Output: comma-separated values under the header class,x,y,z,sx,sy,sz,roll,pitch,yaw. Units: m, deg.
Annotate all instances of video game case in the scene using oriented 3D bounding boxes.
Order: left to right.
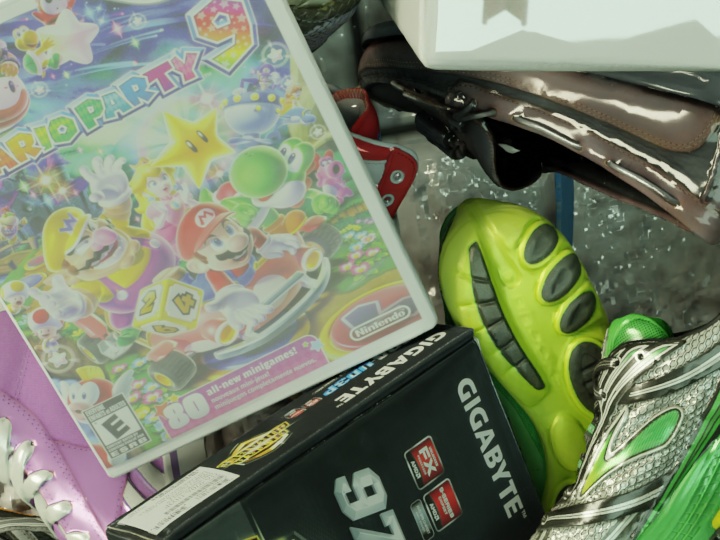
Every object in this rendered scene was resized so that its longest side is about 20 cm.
class,x,y,z,sx,sy,sz,roll,pitch,yaw
video game case,-0.072,-0.028,0.847,0.143,0.018,0.200,-25,122,2

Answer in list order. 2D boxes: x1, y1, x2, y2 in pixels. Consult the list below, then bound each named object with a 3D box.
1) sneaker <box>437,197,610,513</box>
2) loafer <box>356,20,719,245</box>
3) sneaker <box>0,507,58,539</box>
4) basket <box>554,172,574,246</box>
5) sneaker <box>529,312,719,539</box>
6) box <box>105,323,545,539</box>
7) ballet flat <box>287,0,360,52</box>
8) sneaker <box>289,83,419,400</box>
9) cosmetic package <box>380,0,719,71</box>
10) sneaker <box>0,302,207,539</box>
class,x,y,z,sx,sy,sz,roll,pitch,yaw
sneaker,0.085,0.055,0.956,0.074,0.084,0.200,-21,110,-1
loafer,0.069,-0.055,0.893,0.072,0.200,0.063,22,83,-47
sneaker,-0.125,0.138,0.983,0.200,0.077,0.078,0,104,-7
basket,0.172,-0.016,0.943,0.200,0.139,0.177,9,119,25
sneaker,0.110,0.066,0.871,0.085,0.078,0.200,45,98,7
box,0.009,0.144,0.899,0.159,0.046,0.200,-32,111,-28
ballet flat,-0.070,-0.141,0.828,0.200,0.072,0.072,30,102,-39
sneaker,0.000,0.000,0.943,0.113,0.071,0.200,-49,128,2
cosmetic package,0.093,-0.170,0.855,0.165,0.200,0.165,0,106,-6
sneaker,-0.117,0.095,0.934,0.114,0.073,0.201,-4,63,-12
